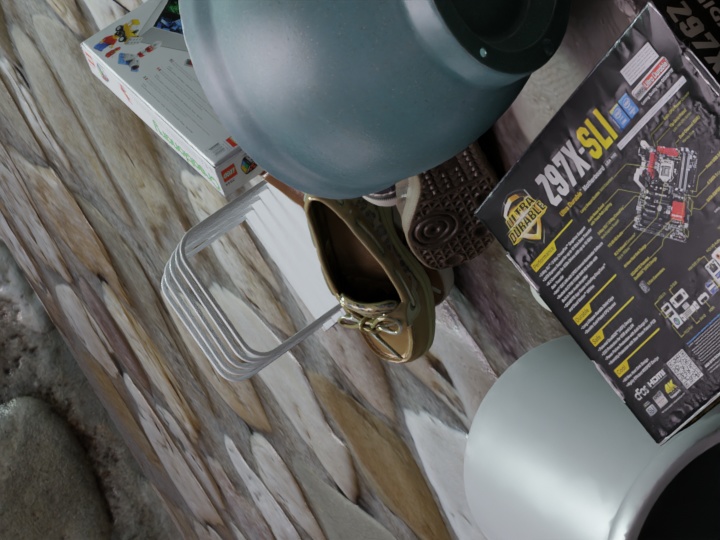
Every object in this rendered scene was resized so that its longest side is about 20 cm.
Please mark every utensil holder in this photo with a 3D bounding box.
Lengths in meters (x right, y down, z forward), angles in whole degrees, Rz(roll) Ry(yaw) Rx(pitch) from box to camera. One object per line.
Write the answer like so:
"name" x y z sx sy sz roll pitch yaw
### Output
"utensil holder" 0.172 0.136 1.232 0.170 0.170 0.200 62 165 -25

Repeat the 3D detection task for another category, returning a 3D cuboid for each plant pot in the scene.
"plant pot" 0.024 -0.145 1.085 0.134 0.200 0.201 -10 118 44

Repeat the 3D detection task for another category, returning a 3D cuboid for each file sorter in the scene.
"file sorter" -0.092 0.010 1.869 0.139 0.124 0.200 55 166 2

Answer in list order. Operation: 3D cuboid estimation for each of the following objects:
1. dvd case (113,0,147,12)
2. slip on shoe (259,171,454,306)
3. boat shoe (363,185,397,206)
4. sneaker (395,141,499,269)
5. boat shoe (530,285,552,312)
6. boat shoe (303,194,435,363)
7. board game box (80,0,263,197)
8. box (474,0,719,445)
"dvd case" -0.203 -0.269 1.813 0.200 0.018 0.143 38 157 48
"slip on shoe" -0.003 -0.056 1.582 0.200 0.061 0.076 39 137 -4
"boat shoe" -0.034 -0.129 1.456 0.200 0.073 0.063 47 180 19
"sneaker" 0.048 -0.084 1.376 0.200 0.070 0.076 75 178 -53
"boat shoe" 0.153 -0.010 1.168 0.201 0.072 0.061 11 130 60
"boat shoe" 0.000 0.000 1.537 0.073 0.063 0.200 -2 131 28
"board game box" -0.106 -0.147 1.562 0.200 0.126 0.035 43 161 40
"box" 0.158 -0.024 1.032 0.160 0.049 0.200 53 145 12
